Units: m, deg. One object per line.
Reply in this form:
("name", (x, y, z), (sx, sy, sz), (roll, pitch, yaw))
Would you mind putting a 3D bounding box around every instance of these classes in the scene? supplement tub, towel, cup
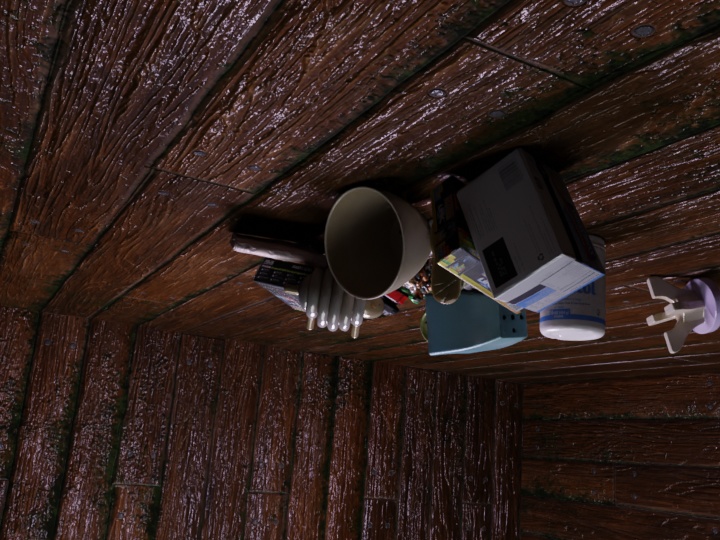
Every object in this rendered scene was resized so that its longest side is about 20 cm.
("supplement tub", (0.437, 0.036, 1.519), (0.131, 0.201, 0.132), (4, 166, 1))
("towel", (-0.185, -0.048, 1.619), (0.199, 0.032, 0.191), (9, -174, -15))
("cup", (0.051, -0.055, 1.359), (0.200, 0.202, 0.143), (-10, 179, 45))

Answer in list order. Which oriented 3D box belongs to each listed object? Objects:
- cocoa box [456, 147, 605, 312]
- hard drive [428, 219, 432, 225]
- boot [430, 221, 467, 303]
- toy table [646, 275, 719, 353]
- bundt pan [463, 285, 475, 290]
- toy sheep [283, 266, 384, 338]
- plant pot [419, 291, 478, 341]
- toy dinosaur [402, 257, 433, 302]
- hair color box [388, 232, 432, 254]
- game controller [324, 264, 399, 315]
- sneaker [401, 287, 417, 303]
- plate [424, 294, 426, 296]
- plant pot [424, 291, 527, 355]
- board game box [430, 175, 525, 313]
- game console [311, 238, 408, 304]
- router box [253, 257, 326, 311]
("cocoa box", (0.260, -0.058, 1.139), (0.131, 0.201, 0.133), (17, 137, -43))
("hard drive", (0.246, -0.071, 1.511), (0.131, 0.027, 0.200), (-5, 162, 36))
("boot", (0.184, -0.050, 1.390), (0.072, 0.201, 0.155), (8, -167, 19))
("toy table", (0.758, 0.095, 1.736), (0.116, 0.185, 0.200), (-12, 153, 1))
("bundt pan", (0.281, 0.008, 1.634), (0.201, 0.076, 0.202), (1, 177, 0))
("toy sheep", (-0.051, 0.057, 1.429), (0.199, 0.139, 0.138), (7, 166, -4))
("plant pot", (0.236, 0.124, 1.848), (0.186, 0.188, 0.200), (-5, -178, 34))
("toy dinosaur", (0.129, 0.003, 1.603), (0.102, 0.137, 0.200), (0, 174, 4))
("hair color box", (0.046, -0.067, 1.516), (0.199, 0.061, 0.100), (-2, 168, 29))
("game controller", (0.001, 0.034, 1.642), (0.200, 0.042, 0.104), (34, -165, -30))
("sneaker", (0.161, 0.043, 1.878), (0.199, 0.084, 0.074), (-7, 162, 36))
("plate", (0.053, -0.007, 1.698), (0.199, 0.032, 0.200), (28, 179, 31))
("plant pot", (0.266, 0.111, 1.650), (0.141, 0.142, 0.200), (2, 171, -38))
("board game box", (0.208, -0.042, 1.232), (0.200, 0.166, 0.057), (30, 132, -31))
("game console", (0.000, 0.000, 1.575), (0.177, 0.031, 0.200), (34, 180, -34))
("router box", (-0.113, 0.043, 1.600), (0.199, 0.062, 0.150), (11, 159, 42))
